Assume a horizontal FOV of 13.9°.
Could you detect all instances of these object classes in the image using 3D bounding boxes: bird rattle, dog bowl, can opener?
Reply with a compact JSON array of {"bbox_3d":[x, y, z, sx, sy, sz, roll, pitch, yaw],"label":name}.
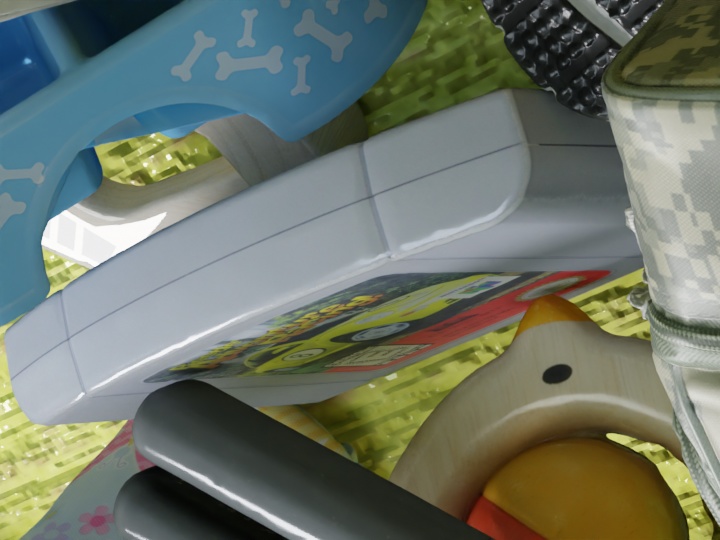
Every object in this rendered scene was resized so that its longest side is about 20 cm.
[{"bbox_3d":[0.078,0.098,0.814,0.163,0.113,0.201,34,103,21],"label":"bird rattle"},{"bbox_3d":[-0.078,-0.060,0.791,0.199,0.112,0.050,-31,133,0],"label":"dog bowl"},{"bbox_3d":[0.013,0.090,0.761,0.199,0.066,0.053,30,115,30],"label":"can opener"}]

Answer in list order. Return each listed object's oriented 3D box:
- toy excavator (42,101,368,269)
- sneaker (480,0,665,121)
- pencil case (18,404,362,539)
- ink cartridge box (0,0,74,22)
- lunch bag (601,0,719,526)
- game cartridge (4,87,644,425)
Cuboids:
[{"bbox_3d":[-0.117,-0.024,0.909,0.199,0.100,0.195,27,130,-5],"label":"toy excavator"},{"bbox_3d":[0.042,-0.132,0.754,0.074,0.080,0.201,-37,80,47],"label":"sneaker"},{"bbox_3d":[-0.076,0.118,0.894,0.090,0.200,0.084,15,133,30],"label":"pencil case"},{"bbox_3d":[-0.134,-0.172,0.740,0.144,0.084,0.201,28,124,43],"label":"ink cartridge box"},{"bbox_3d":[0.152,-0.005,0.677,0.139,0.200,0.169,-3,117,30],"label":"lunch bag"},{"bbox_3d":[0.000,0.000,0.817,0.199,0.133,0.041,-25,71,39],"label":"game cartridge"}]
